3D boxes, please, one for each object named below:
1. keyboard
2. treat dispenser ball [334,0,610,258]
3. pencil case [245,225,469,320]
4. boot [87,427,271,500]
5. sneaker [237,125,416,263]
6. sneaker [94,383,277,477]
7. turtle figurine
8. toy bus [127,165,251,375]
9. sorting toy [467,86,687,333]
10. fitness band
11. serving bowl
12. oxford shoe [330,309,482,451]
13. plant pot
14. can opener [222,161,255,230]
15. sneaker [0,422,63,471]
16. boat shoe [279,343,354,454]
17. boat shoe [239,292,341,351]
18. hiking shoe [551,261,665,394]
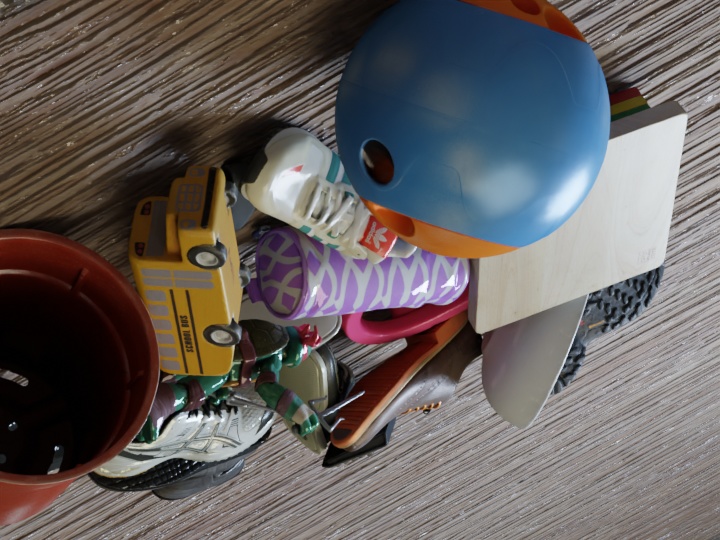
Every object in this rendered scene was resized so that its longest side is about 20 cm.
[{"bbox_3d":[0.027,0.152,2.043,0.127,0.021,0.200,-28,-173,10],"label":"keyboard"},{"bbox_3d":[0.081,-0.110,1.449,0.200,0.202,0.201,-22,156,-10],"label":"treat dispenser ball"},{"bbox_3d":[0.000,0.000,1.721,0.199,0.084,0.085,-3,154,-36],"label":"pencil case"},{"bbox_3d":[-0.189,0.197,1.980,0.199,0.070,0.132,-9,157,-26],"label":"boot"},{"bbox_3d":[-0.016,-0.053,1.578,0.071,0.093,0.200,-59,153,4],"label":"sneaker"},{"bbox_3d":[-0.162,0.137,1.865,0.199,0.076,0.088,-18,156,-20],"label":"sneaker"},{"bbox_3d":[-0.107,0.089,1.679,0.199,0.101,0.149,-10,-171,-28],"label":"turtle figurine"},{"bbox_3d":[-0.130,0.002,1.534,0.078,0.065,0.201,3,146,6],"label":"toy bus"},{"bbox_3d":[0.178,-0.062,1.777,0.198,0.070,0.201,-20,142,-16],"label":"sorting toy"},{"bbox_3d":[0.070,0.006,1.884,0.199,0.038,0.144,-28,157,0],"label":"fitness band"},{"bbox_3d":[0.162,0.049,1.935,0.065,0.201,0.200,21,146,-3],"label":"serving bowl"},{"bbox_3d":[0.052,0.115,1.945,0.200,0.073,0.071,-44,-158,-23],"label":"oxford shoe"},{"bbox_3d":[-0.275,0.100,1.548,0.200,0.202,0.195,-15,162,-25],"label":"plant pot"},{"bbox_3d":[-0.126,-0.011,1.624,0.066,0.053,0.200,-14,154,-28],"label":"can opener"},{"bbox_3d":[-0.302,0.135,1.726,0.199,0.060,0.105,-27,145,-33],"label":"sneaker"},{"bbox_3d":[-0.040,0.109,1.962,0.068,0.072,0.200,-41,159,-19],"label":"boat shoe"},{"bbox_3d":[-0.117,0.060,1.781,0.199,0.067,0.057,-15,177,-15],"label":"boat shoe"},{"bbox_3d":[0.229,0.036,2.085,0.200,0.076,0.101,-44,-158,-4],"label":"hiking shoe"}]
